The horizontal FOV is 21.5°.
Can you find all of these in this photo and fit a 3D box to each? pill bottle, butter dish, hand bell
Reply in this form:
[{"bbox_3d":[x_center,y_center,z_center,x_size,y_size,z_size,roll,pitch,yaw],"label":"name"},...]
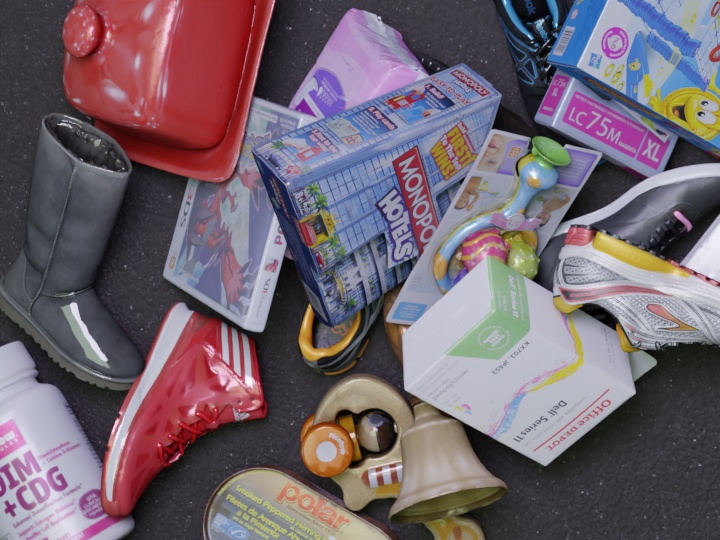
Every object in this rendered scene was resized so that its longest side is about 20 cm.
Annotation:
[{"bbox_3d":[-0.298,0.174,1.708,0.113,0.113,0.201,-32,86,11],"label":"pill bottle"},{"bbox_3d":[-0.191,-0.194,1.630,0.199,0.147,0.202,18,96,42],"label":"butter dish"},{"bbox_3d":[0.051,0.103,1.609,0.103,0.104,0.202,-18,71,12],"label":"hand bell"}]

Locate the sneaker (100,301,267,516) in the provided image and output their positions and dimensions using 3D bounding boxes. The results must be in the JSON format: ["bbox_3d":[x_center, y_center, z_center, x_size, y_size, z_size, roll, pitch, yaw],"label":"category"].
[{"bbox_3d":[-0.149,0.134,1.672,0.114,0.078,0.202,18,75,6],"label":"sneaker"}]

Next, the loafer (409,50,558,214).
[{"bbox_3d":[0.102,-0.116,1.640,0.200,0.071,0.073,44,115,23],"label":"loafer"}]

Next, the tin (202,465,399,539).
[{"bbox_3d":[-0.046,0.251,1.698,0.199,0.042,0.113,30,102,9],"label":"tin"}]

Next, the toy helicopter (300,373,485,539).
[{"bbox_3d":[0.045,0.174,1.669,0.132,0.079,0.200,-41,95,1],"label":"toy helicopter"}]

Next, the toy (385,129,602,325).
[{"bbox_3d":[0.115,-0.017,1.557,0.201,0.114,0.047,-63,36,27],"label":"toy"}]

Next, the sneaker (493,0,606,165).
[{"bbox_3d":[0.158,-0.180,1.615,0.073,0.082,0.201,-27,88,9],"label":"sneaker"}]

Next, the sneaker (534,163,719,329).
[{"bbox_3d":[0.237,-0.012,1.593,0.199,0.071,0.100,-26,57,18],"label":"sneaker"}]

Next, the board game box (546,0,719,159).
[{"bbox_3d":[0.280,-0.214,1.542,0.195,0.056,0.202,25,92,-24],"label":"board game box"}]

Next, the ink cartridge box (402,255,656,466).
[{"bbox_3d":[0.145,0.086,1.570,0.199,0.068,0.117,29,125,-27],"label":"ink cartridge box"}]

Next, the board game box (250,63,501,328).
[{"bbox_3d":[0.031,-0.067,1.544,0.199,0.201,0.062,-33,47,-12],"label":"board game box"}]

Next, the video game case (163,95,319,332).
[{"bbox_3d":[-0.107,-0.059,1.633,0.023,0.200,0.184,12,96,-29],"label":"video game case"}]

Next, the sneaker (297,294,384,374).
[{"bbox_3d":[0.000,0.000,1.658,0.078,0.077,0.202,21,95,12],"label":"sneaker"}]

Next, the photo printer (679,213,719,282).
[{"bbox_3d":[0.377,0.015,1.582,0.199,0.069,0.167,38,100,7],"label":"photo printer"}]

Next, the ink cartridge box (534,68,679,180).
[{"bbox_3d":[0.238,-0.190,1.583,0.119,0.042,0.202,24,90,-25],"label":"ink cartridge box"}]

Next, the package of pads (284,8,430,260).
[{"bbox_3d":[-0.017,-0.111,1.619,0.075,0.121,0.201,22,110,-30],"label":"package of pads"}]

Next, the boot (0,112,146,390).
[{"bbox_3d":[-0.236,-0.015,1.678,0.181,0.073,0.201,33,118,9],"label":"boot"}]

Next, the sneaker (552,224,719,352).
[{"bbox_3d":[0.247,0.035,1.528,0.198,0.078,0.083,24,93,3],"label":"sneaker"}]
